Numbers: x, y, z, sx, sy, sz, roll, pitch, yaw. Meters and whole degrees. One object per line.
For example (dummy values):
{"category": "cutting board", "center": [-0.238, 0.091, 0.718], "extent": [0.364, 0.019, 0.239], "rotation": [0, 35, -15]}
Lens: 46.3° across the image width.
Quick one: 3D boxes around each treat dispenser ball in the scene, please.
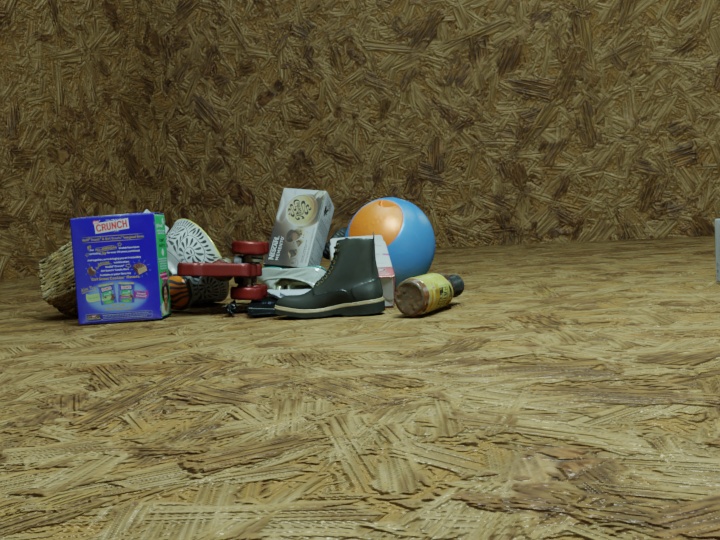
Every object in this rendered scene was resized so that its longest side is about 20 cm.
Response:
{"category": "treat dispenser ball", "center": [0.063, -0.054, 1.807], "extent": [0.196, 0.206, 0.201], "rotation": [-4, 4, 0]}

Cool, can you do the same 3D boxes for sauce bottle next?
{"category": "sauce bottle", "center": [0.127, 0.036, 1.464], "extent": [0.065, 0.068, 0.199], "rotation": [-1, 6, 31]}

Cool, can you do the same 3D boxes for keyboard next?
{"category": "keyboard", "center": [-0.200, 0.070, 1.629], "extent": [0.124, 0.021, 0.200], "rotation": [2, 3, -4]}

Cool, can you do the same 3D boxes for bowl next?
{"category": "bowl", "center": [-0.381, 0.000, 1.820], "extent": [0.094, 0.204, 0.199], "rotation": [-34, 22, -34]}

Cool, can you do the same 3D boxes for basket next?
{"category": "basket", "center": [-0.561, 0.019, 1.800], "extent": [0.198, 0.144, 0.149], "rotation": [-31, -39, 5]}

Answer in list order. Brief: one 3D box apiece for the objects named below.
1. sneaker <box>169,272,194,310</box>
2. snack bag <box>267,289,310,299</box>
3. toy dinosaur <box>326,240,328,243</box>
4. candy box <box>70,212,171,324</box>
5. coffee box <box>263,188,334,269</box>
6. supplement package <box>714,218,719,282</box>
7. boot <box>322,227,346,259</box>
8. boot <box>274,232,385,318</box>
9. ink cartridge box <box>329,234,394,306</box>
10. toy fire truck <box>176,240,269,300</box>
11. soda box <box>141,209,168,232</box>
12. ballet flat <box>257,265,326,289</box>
{"category": "sneaker", "center": [-0.429, 0.058, 1.726], "extent": [0.198, 0.079, 0.111], "rotation": [-13, 2, 44]}
{"category": "snack bag", "center": [-0.080, 0.048, 1.701], "extent": [0.184, 0.022, 0.199], "rotation": [-1, 4, -20]}
{"category": "toy dinosaur", "center": [-0.133, -0.026, 2.008], "extent": [0.200, 0.086, 0.136], "rotation": [-47, 13, 12]}
{"category": "candy box", "center": [-0.461, -0.006, 1.628], "extent": [0.165, 0.205, 0.077], "rotation": [-3, 4, 1]}
{"category": "coffee box", "center": [-0.141, -0.081, 1.952], "extent": [0.111, 0.204, 0.080], "rotation": [6, -24, 17]}
{"category": "supplement package", "center": [0.721, -0.034, 1.478], "extent": [0.118, 0.123, 0.200], "rotation": [-3, 4, 0]}
{"category": "boot", "center": [0.008, -0.037, 2.002], "extent": [0.156, 0.081, 0.211], "rotation": [31, 13, 11]}
{"category": "boot", "center": [-0.058, 0.009, 1.489], "extent": [0.195, 0.142, 0.077], "rotation": [-5, 4, 4]}
{"category": "ink cartridge box", "center": [0.000, 0.000, 1.629], "extent": [0.114, 0.069, 0.201], "rotation": [-3, 26, -3]}
{"category": "toy fire truck", "center": [-0.270, -0.003, 1.681], "extent": [0.164, 0.115, 0.200], "rotation": [3, 2, -1]}
{"category": "soda box", "center": [-0.456, -0.068, 1.768], "extent": [0.064, 0.068, 0.200], "rotation": [-47, 14, 7]}
{"category": "ballet flat", "center": [-0.162, 0.028, 1.873], "extent": [0.196, 0.071, 0.069], "rotation": [-2, 4, 31]}
